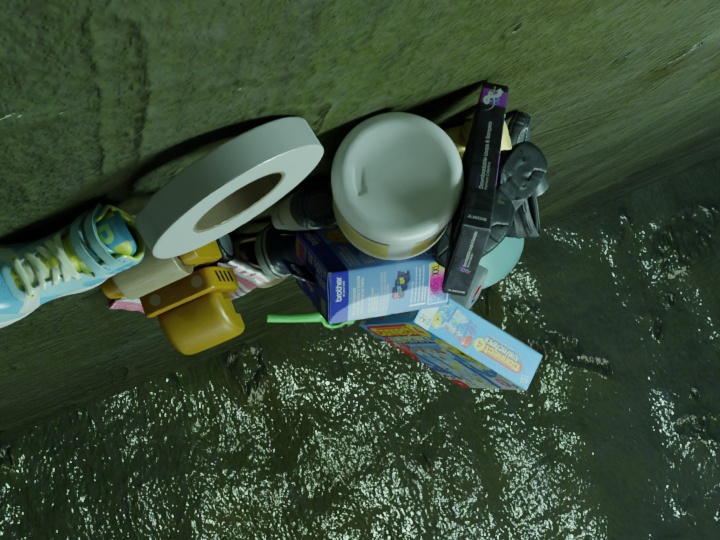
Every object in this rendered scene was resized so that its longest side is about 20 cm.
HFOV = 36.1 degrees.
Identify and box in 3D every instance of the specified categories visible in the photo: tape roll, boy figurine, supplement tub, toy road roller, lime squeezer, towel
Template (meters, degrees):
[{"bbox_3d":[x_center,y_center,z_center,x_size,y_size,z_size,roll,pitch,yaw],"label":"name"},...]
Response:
[{"bbox_3d":[-0.128,-0.081,1.093,0.202,0.037,0.203,-33,175,-3],"label":"tape roll"},{"bbox_3d":[0.128,-0.155,1.428,0.124,0.065,0.200,-15,174,-38],"label":"boy figurine"},{"bbox_3d":[0.039,-0.090,1.266,0.145,0.146,0.200,-22,175,-3],"label":"supplement tub"},{"bbox_3d":[-0.214,0.024,1.332,0.122,0.147,0.200,-24,174,11],"label":"toy road roller"},{"bbox_3d":[-0.032,0.042,1.428,0.200,0.071,0.038,-29,160,-47],"label":"lime squeezer"},{"bbox_3d":[-0.239,0.026,1.533,0.200,0.030,0.146,-26,147,36],"label":"towel"}]

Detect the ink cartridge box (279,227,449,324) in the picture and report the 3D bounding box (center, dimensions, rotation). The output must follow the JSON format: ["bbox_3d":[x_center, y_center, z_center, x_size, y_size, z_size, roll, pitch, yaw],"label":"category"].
[{"bbox_3d":[0.000,0.000,1.407,0.199,0.077,0.136,-10,-153,-19],"label":"ink cartridge box"}]

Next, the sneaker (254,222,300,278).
[{"bbox_3d":[-0.077,-0.047,1.566,0.079,0.079,0.200,-20,-173,25],"label":"sneaker"}]

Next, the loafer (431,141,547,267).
[{"bbox_3d":[0.154,-0.076,1.383,0.200,0.073,0.072,-46,-167,-19],"label":"loafer"}]

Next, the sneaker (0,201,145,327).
[{"bbox_3d":[-0.294,-0.012,1.066,0.130,0.080,0.200,-25,-176,39],"label":"sneaker"}]

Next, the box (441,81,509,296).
[{"bbox_3d":[0.130,-0.091,1.250,0.036,0.201,0.143,12,149,1],"label":"box"}]

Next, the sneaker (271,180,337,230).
[{"bbox_3d":[-0.031,-0.091,1.448,0.199,0.075,0.087,-9,179,-41],"label":"sneaker"}]

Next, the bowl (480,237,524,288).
[{"bbox_3d":[0.160,-0.079,1.751,0.200,0.201,0.105,-22,150,-5],"label":"bowl"}]

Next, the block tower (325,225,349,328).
[{"bbox_3d":[-0.020,-0.002,1.558,0.054,0.058,0.201,-35,150,-32],"label":"block tower"}]

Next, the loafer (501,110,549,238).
[{"bbox_3d":[0.229,-0.130,1.541,0.070,0.201,0.068,11,-139,16],"label":"loafer"}]

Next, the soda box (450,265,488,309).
[{"bbox_3d":[0.078,-0.009,1.590,0.068,0.199,0.064,-44,158,-52],"label":"soda box"}]

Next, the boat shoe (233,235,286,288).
[{"bbox_3d":[-0.143,-0.016,1.617,0.064,0.072,0.200,-24,173,27],"label":"boat shoe"}]

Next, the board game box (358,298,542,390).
[{"bbox_3d":[0.122,0.098,1.564,0.056,0.195,0.200,-63,-163,-14],"label":"board game box"}]
